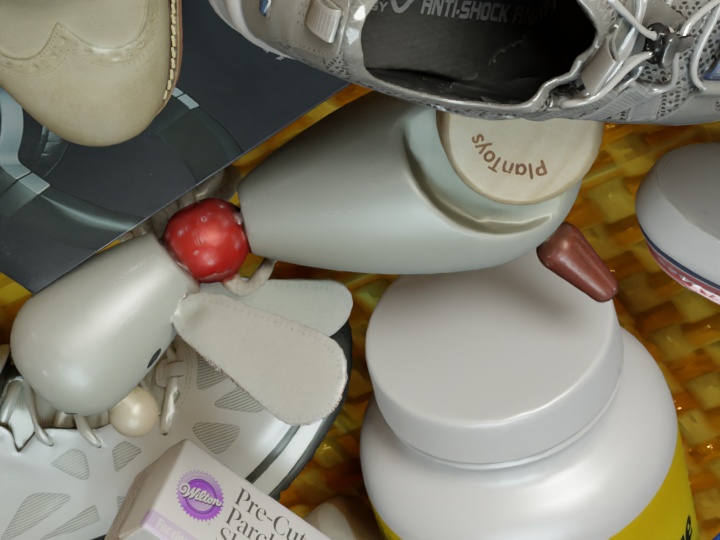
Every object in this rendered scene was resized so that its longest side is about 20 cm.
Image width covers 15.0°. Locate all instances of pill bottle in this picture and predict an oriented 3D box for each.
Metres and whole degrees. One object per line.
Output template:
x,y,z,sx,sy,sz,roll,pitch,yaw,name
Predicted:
0.062,0.085,0.976,0.112,0.113,0.200,-9,137,8,pill bottle

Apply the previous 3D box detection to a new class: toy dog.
0.000,0.000,0.857,0.200,0.132,0.096,-26,103,23,toy dog

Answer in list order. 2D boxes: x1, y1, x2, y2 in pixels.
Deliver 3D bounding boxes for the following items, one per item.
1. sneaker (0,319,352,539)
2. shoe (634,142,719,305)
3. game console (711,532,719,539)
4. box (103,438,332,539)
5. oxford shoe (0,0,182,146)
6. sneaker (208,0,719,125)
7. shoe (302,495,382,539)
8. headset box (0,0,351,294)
-0.104,0.052,0.964,0.200,0.076,0.115,-31,131,31,sneaker
0.169,0.024,0.944,0.200,0.072,0.091,14,129,-22,shoe
0.205,0.150,0.897,0.171,0.200,0.118,36,83,-51,game console
0.003,0.133,0.942,0.200,0.041,0.039,37,142,-13,box
-0.094,-0.094,0.674,0.071,0.074,0.200,-14,135,10,oxford shoe
0.060,-0.062,0.729,0.200,0.082,0.075,-1,118,-22,sneaker
-0.029,0.162,1.082,0.053,0.070,0.200,-20,148,-30,shoe
-0.093,-0.105,0.783,0.174,0.093,0.200,-33,129,28,headset box
